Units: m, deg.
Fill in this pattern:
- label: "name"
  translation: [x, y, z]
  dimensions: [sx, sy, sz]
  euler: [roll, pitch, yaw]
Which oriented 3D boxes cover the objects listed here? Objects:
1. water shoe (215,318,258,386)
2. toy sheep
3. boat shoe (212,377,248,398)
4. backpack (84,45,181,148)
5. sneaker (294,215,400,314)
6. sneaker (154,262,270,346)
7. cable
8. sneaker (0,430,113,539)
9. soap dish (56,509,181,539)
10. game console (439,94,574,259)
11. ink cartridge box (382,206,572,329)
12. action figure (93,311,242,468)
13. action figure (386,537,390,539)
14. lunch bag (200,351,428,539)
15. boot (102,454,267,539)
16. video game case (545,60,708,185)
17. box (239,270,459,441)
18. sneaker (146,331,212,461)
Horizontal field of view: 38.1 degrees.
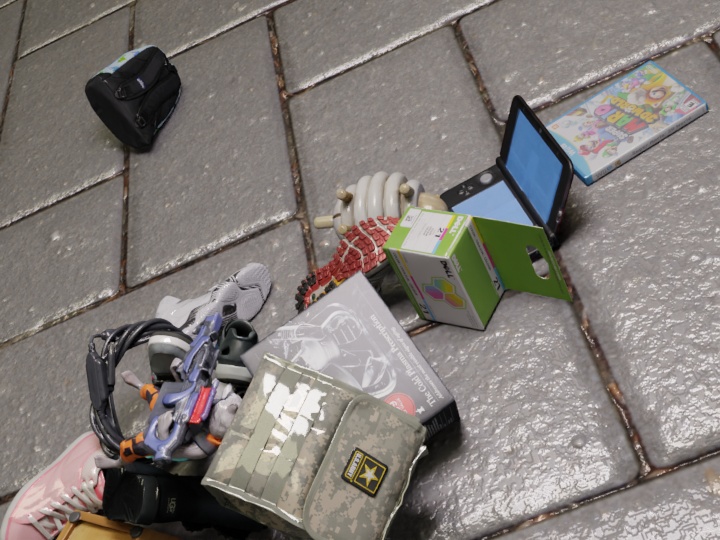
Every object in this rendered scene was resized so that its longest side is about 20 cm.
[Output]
- label: "water shoe"
  translation: [-0.158, 0.105, 1.397]
  dimensions: [0.200, 0.071, 0.080]
  euler: [-166, 87, -79]
- label: "toy sheep"
  translation: [0.028, -0.078, 1.476]
  dimensions: [0.198, 0.138, 0.139]
  euler: [1, 49, 16]
- label: "boat shoe"
  translation: [-0.146, 0.181, 1.377]
  dimensions: [0.072, 0.069, 0.200]
  euler: [-42, 43, -12]
- label: "backpack"
  translation: [-0.429, -0.347, 2.000]
  dimensions: [0.153, 0.164, 0.201]
  euler: [-9, 37, 44]
- label: "sneaker"
  translation: [0.000, 0.000, 1.418]
  dimensions: [0.200, 0.082, 0.078]
  euler: [-40, 52, 26]
- label: "sneaker"
  translation: [-0.229, 0.053, 1.545]
  dimensions: [0.114, 0.075, 0.200]
  euler: [17, 55, 45]
- label: "cable"
  translation: [-0.288, 0.170, 1.418]
  dimensions: [0.162, 0.202, 0.051]
  euler: [-8, -5, -35]
- label: "sneaker"
  translation: [-0.389, 0.306, 1.394]
  dimensions: [0.104, 0.076, 0.200]
  euler: [12, 52, 44]
- label: "soap dish"
  translation: [-0.330, 0.392, 1.272]
  dimensions: [0.156, 0.081, 0.201]
  euler: [4, 51, 34]
- label: "game console"
  translation: [0.192, -0.114, 1.424]
  dimensions: [0.171, 0.119, 0.201]
  euler: [-28, 41, 4]
- label: "ink cartridge box"
  translation: [0.147, 0.004, 1.312]
  dimensions: [0.199, 0.148, 0.076]
  euler: [11, 56, 38]
- label: "action figure"
  translation: [-0.201, 0.154, 1.204]
  dimensions: [0.192, 0.105, 0.201]
  euler: [-4, 47, 35]
- label: "action figure"
  translation: [-0.041, 0.356, 1.121]
  dimensions: [0.200, 0.102, 0.119]
  euler: [-46, 42, -12]
- label: "lunch bag"
  translation: [-0.042, 0.205, 1.110]
  dimensions: [0.199, 0.118, 0.165]
  euler: [19, 68, 16]
- label: "boot"
  translation: [-0.215, 0.280, 1.273]
  dimensions: [0.200, 0.167, 0.077]
  euler: [-5, 73, 61]
- label: "video game case"
  translation: [0.371, -0.214, 1.489]
  dimensions: [0.199, 0.018, 0.143]
  euler: [-32, 42, 0]
- label: "box"
  translation: [-0.011, 0.140, 1.251]
  dimensions: [0.182, 0.104, 0.200]
  euler: [-36, 69, -4]
- label: "sneaker"
  translation: [-0.237, 0.177, 1.311]
  dimensions: [0.083, 0.201, 0.121]
  euler: [3, 50, 11]
